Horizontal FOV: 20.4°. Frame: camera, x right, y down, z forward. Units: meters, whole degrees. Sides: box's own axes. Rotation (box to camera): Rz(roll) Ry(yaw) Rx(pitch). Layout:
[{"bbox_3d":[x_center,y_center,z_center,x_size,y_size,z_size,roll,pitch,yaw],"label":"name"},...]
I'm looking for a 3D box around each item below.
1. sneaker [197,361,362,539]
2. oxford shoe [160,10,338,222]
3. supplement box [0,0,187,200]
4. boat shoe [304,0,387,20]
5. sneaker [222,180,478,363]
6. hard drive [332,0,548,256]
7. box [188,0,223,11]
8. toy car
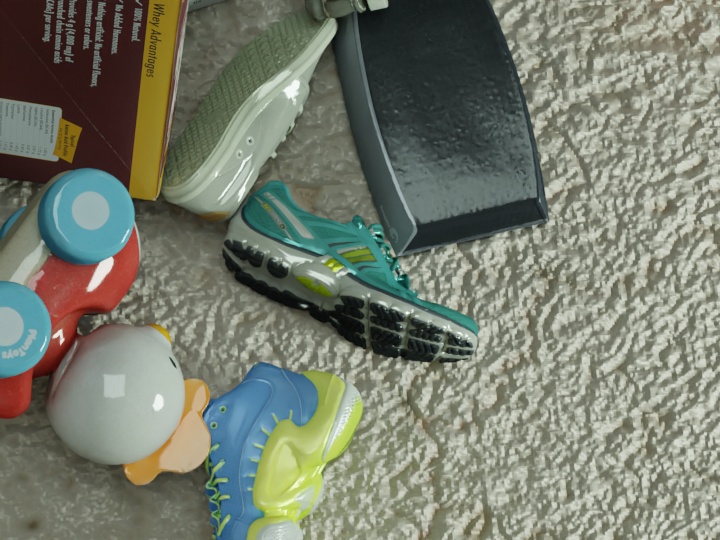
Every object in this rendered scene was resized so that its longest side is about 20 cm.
[{"bbox_3d":[-0.082,0.151,1.391,0.105,0.076,0.200,24,65,13],"label":"sneaker"},{"bbox_3d":[-0.076,-0.113,1.470,0.058,0.075,0.200,51,59,-33],"label":"oxford shoe"},{"bbox_3d":[-0.220,-0.176,1.377,0.199,0.198,0.133,8,45,-5],"label":"supplement box"},{"bbox_3d":[-0.029,-0.273,1.502,0.060,0.072,0.202,-17,58,5],"label":"boat shoe"},{"bbox_3d":[0.000,0.000,1.438,0.199,0.078,0.080,29,64,2],"label":"sneaker"},{"bbox_3d":[0.060,-0.121,1.492,0.134,0.042,0.201,-12,76,-10],"label":"hard drive"},{"bbox_3d":[-0.158,-0.292,1.518,0.155,0.041,0.201,-19,76,-11],"label":"box"},{"bbox_3d":[-0.174,0.053,1.360,0.200,0.184,0.177,39,72,-12],"label":"toy car"}]
